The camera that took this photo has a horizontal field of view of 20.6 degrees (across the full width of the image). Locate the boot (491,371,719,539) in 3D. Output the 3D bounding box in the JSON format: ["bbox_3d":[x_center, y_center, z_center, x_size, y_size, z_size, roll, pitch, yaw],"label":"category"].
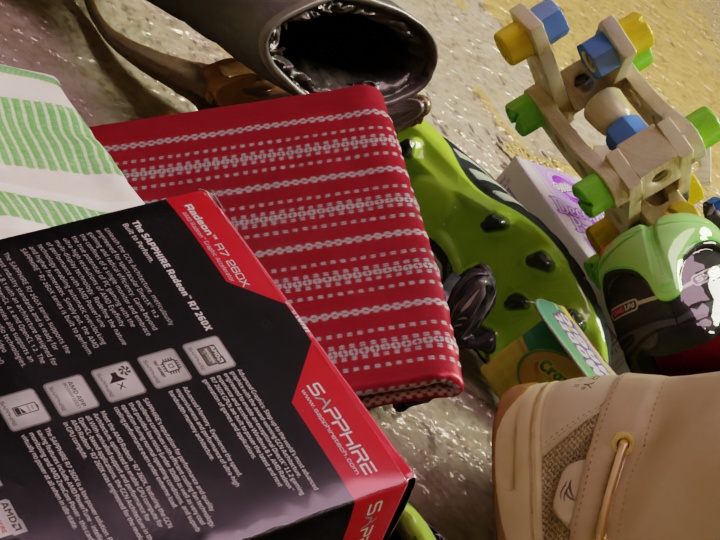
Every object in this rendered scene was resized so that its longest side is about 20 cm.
[{"bbox_3d":[0.129,0.125,0.661,0.073,0.155,0.201,21,60,-57],"label":"boot"}]

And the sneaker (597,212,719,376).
[{"bbox_3d":[0.156,0.062,0.873,0.200,0.076,0.084,51,24,-42],"label":"sneaker"}]

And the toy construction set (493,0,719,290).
[{"bbox_3d":[0.129,-0.047,0.961,0.131,0.092,0.200,56,8,21],"label":"toy construction set"}]

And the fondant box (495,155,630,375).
[{"bbox_3d":[0.157,0.037,1.070,0.144,0.058,0.200,15,32,-45],"label":"fondant box"}]

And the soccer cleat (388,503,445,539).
[{"bbox_3d":[0.012,0.114,0.668,0.199,0.081,0.068,13,34,-48],"label":"soccer cleat"}]

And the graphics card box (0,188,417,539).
[{"bbox_3d":[-0.100,0.054,0.549,0.199,0.051,0.126,-16,55,-34],"label":"graphics card box"}]

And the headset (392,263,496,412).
[{"bbox_3d":[0.000,0.000,0.845,0.123,0.094,0.200,28,14,-26],"label":"headset"}]

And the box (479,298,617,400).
[{"bbox_3d":[0.116,0.093,0.823,0.118,0.048,0.200,54,1,31],"label":"box"}]

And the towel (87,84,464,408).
[{"bbox_3d":[-0.046,-0.006,0.765,0.144,0.023,0.200,-9,37,-3],"label":"towel"}]

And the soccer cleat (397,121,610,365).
[{"bbox_3d":[0.064,-0.012,0.988,0.200,0.068,0.081,50,19,28],"label":"soccer cleat"}]

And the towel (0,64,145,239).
[{"bbox_3d":[-0.136,-0.034,0.716,0.152,0.023,0.200,11,24,-38],"label":"towel"}]

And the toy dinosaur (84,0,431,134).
[{"bbox_3d":[-0.068,-0.085,0.955,0.199,0.061,0.106,19,20,5],"label":"toy dinosaur"}]

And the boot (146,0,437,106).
[{"bbox_3d":[-0.085,-0.133,0.905,0.181,0.073,0.200,-3,34,-31],"label":"boot"}]
